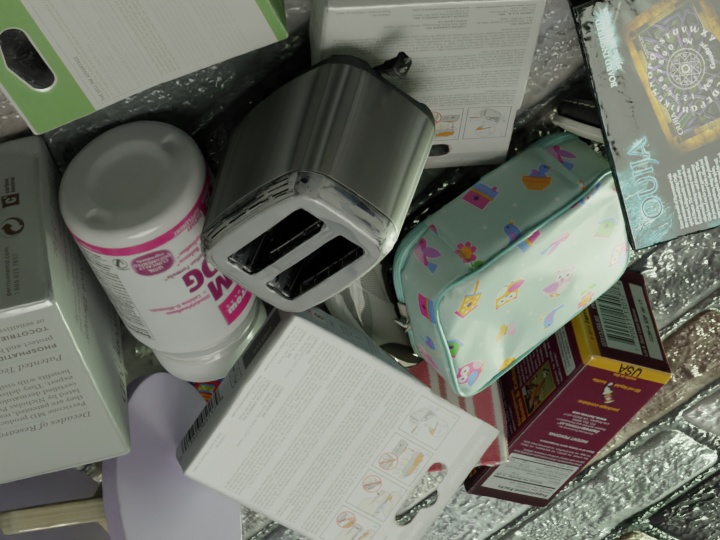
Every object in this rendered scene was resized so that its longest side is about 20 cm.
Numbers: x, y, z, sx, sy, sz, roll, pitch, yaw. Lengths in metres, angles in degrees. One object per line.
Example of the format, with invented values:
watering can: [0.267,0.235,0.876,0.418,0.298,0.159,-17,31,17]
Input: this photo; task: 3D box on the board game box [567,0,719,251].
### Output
board game box: [0.239,-0.124,1.679,0.134,0.028,0.201,-16,113,2]

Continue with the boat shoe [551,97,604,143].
boat shoe: [0.246,-0.115,1.739,0.199,0.074,0.061,11,97,0]

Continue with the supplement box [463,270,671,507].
supplement box: [0.164,0.096,1.930,0.085,0.111,0.200,14,135,-27]

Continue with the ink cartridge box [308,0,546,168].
ink cartridge box: [0.042,-0.149,1.675,0.160,0.050,0.200,-4,149,-8]

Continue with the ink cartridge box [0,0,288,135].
ink cartridge box: [-0.167,-0.185,1.577,0.199,0.048,0.146,-19,139,11]

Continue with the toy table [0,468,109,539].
toy table: [-0.291,0.243,1.952,0.199,0.184,0.117,34,133,14]

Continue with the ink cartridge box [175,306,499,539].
ink cartridge box: [-0.019,0.131,1.789,0.199,0.057,0.163,28,107,-24]

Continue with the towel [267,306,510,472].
towel: [0.021,0.098,1.869,0.199,0.147,0.030,-5,174,-21]

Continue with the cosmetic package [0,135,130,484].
cosmetic package: [-0.283,0.037,1.720,0.165,0.168,0.200,-14,141,4]

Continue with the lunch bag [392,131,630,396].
lunch bag: [0.116,-0.002,1.778,0.200,0.077,0.161,-36,146,-15]

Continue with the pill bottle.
pill bottle: [-0.143,-0.010,1.738,0.113,0.114,0.200,-16,141,7]

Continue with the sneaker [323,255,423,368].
sneaker: [0.000,0.000,1.790,0.079,0.074,0.200,-32,121,11]

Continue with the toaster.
toaster: [-0.029,-0.060,1.627,0.113,0.130,0.200,34,141,-23]

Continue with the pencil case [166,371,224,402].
pencil case: [-0.062,0.084,1.894,0.199,0.078,0.087,7,106,-19]

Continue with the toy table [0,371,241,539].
toy table: [-0.182,0.188,1.829,0.117,0.201,0.183,-12,164,43]
